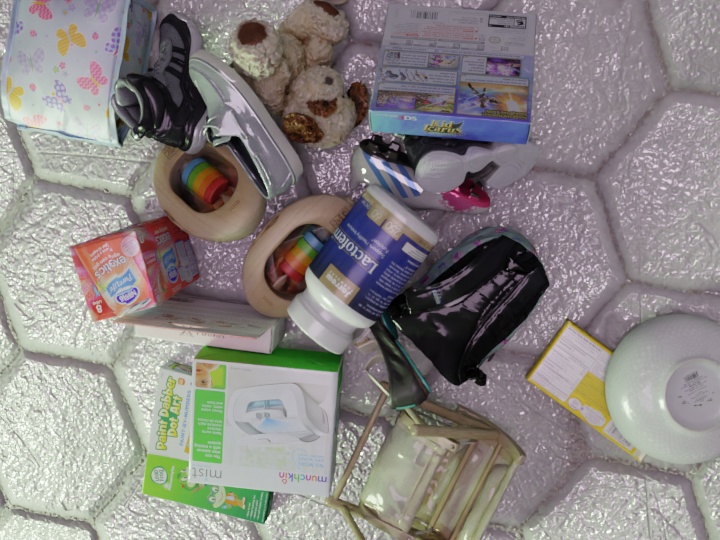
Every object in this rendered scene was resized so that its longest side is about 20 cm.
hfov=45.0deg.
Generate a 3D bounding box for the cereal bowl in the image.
[{"bbox_3d":[0.429,0.159,1.144,0.196,0.083,0.204,0,91,0],"label":"cereal bowl"}]

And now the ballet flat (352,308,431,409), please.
[{"bbox_3d":[0.027,0.100,1.162,0.068,0.201,0.068,-29,139,4],"label":"ballet flat"}]

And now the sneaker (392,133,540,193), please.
[{"bbox_3d":[0.138,-0.167,1.134,0.115,0.197,0.076,58,144,32],"label":"sneaker"}]

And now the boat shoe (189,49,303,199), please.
[{"bbox_3d":[-0.154,-0.177,1.074,0.071,0.070,0.202,-42,99,-23],"label":"boat shoe"}]

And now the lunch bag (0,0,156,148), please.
[{"bbox_3d":[-0.381,-0.278,1.173,0.166,0.127,0.204,10,90,5],"label":"lunch bag"}]

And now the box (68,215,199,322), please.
[{"bbox_3d":[-0.296,-0.009,1.169,0.093,0.200,0.104,-14,99,8],"label":"box"}]

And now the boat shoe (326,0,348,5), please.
[{"bbox_3d":[-0.081,-0.436,1.132,0.074,0.069,0.200,-44,92,12],"label":"boat shoe"}]

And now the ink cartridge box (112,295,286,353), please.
[{"bbox_3d":[-0.214,0.080,1.186,0.196,0.176,0.046,6,101,7],"label":"ink cartridge box"}]

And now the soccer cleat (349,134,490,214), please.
[{"bbox_3d":[0.077,-0.110,1.178,0.197,0.070,0.087,25,120,3],"label":"soccer cleat"}]

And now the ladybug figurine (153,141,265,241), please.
[{"bbox_3d":[-0.199,-0.110,1.171,0.136,0.072,0.200,-46,60,-2],"label":"ladybug figurine"}]

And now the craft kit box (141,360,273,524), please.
[{"bbox_3d":[-0.213,0.254,1.285,0.194,0.049,0.204,12,101,8],"label":"craft kit box"}]

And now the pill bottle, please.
[{"bbox_3d":[0.000,0.000,1.118,0.115,0.116,0.201,37,97,0],"label":"pill bottle"}]

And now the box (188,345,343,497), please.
[{"bbox_3d":[-0.128,0.201,1.194,0.196,0.097,0.180,6,100,3],"label":"box"}]

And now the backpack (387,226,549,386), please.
[{"bbox_3d":[0.151,0.031,1.156,0.167,0.127,0.200,43,102,-13],"label":"backpack"}]

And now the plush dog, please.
[{"bbox_3d":[-0.079,-0.233,1.134,0.172,0.199,0.161,49,136,7],"label":"plush dog"}]

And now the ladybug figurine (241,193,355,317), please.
[{"bbox_3d":[-0.079,-0.026,1.194,0.200,0.072,0.136,-43,110,6],"label":"ladybug figurine"}]

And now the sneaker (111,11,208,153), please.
[{"bbox_3d":[-0.260,-0.251,1.116,0.075,0.112,0.203,-32,63,48],"label":"sneaker"}]

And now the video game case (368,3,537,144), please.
[{"bbox_3d":[0.119,-0.251,1.099,0.196,0.046,0.184,6,60,7],"label":"video game case"}]

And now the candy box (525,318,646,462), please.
[{"bbox_3d":[0.337,0.166,1.204,0.199,0.026,0.103,36,98,0],"label":"candy box"}]

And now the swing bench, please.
[{"bbox_3d":[0.089,0.289,1.199,0.198,0.130,0.201,20,102,-27],"label":"swing bench"}]
